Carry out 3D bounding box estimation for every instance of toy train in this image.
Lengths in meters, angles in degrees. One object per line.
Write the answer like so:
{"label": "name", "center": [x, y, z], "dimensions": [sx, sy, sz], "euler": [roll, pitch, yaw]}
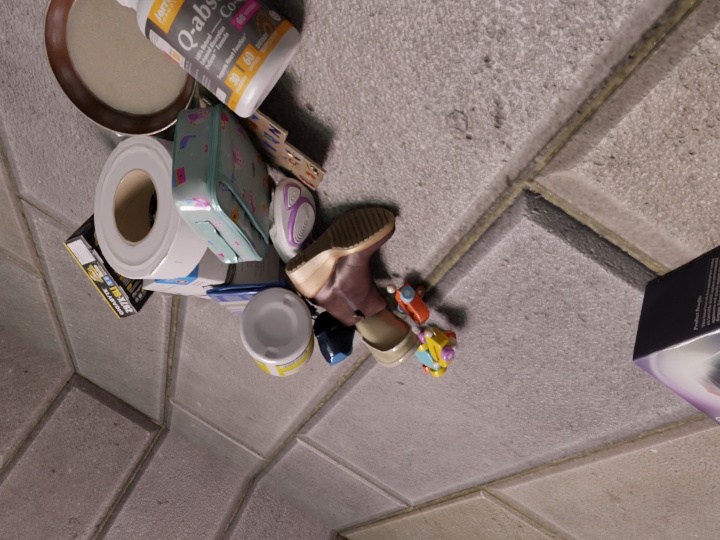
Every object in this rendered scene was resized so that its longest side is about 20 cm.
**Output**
{"label": "toy train", "center": [0.107, 0.094, 1.006], "dimensions": [0.151, 0.055, 0.202], "euler": [49, 164, 21]}

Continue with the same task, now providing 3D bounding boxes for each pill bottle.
{"label": "pill bottle", "center": [-0.131, 0.110, 0.993], "dimensions": [0.112, 0.117, 0.201], "euler": [26, 163, 5]}
{"label": "pill bottle", "center": [-0.171, -0.277, 0.664], "dimensions": [0.198, 0.118, 0.116], "euler": [38, 147, -13]}

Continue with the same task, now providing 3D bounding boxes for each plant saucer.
{"label": "plant saucer", "center": [-0.299, -0.277, 0.771], "dimensions": [0.192, 0.035, 0.207], "euler": [1, 119, 2]}

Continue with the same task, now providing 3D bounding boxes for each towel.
{"label": "towel", "center": [-0.164, 0.056, 1.054], "dimensions": [0.141, 0.025, 0.200], "euler": [-5, 162, 11]}

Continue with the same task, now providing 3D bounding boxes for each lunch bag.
{"label": "lunch bag", "center": [-0.177, -0.104, 0.808], "dimensions": [0.074, 0.166, 0.201], "euler": [-8, 157, 10]}

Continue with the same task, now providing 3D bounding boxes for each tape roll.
{"label": "tape roll", "center": [-0.305, -0.090, 0.893], "dimensions": [0.197, 0.211, 0.070], "euler": [7, -177, 31]}

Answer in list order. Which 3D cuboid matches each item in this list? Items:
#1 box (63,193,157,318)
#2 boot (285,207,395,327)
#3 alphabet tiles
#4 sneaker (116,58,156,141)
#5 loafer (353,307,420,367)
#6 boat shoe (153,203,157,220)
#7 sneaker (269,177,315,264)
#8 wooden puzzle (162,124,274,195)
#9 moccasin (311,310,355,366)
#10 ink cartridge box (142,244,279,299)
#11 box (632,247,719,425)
{"label": "box", "center": [-0.400, -0.045, 1.058], "dimensions": [0.048, 0.203, 0.162], "euler": [-14, 122, 23]}
{"label": "boot", "center": [0.000, 0.000, 0.925], "dimensions": [0.196, 0.074, 0.166], "euler": [-27, 135, 21]}
{"label": "alphabet tiles", "center": [-0.133, -0.179, 0.812], "dimensions": [0.197, 0.008, 0.167], "euler": [35, 168, -8]}
{"label": "sneaker", "center": [-0.315, -0.246, 0.869], "dimensions": [0.078, 0.077, 0.202], "euler": [17, 147, 2]}
{"label": "loafer", "center": [0.029, 0.097, 0.999], "dimensions": [0.069, 0.075, 0.199], "euler": [53, 166, -23]}
{"label": "boat shoe", "center": [-0.318, -0.076, 1.072], "dimensions": [0.070, 0.064, 0.201], "euler": [30, 163, 4]}
{"label": "sneaker", "center": [-0.114, -0.064, 0.936], "dimensions": [0.098, 0.075, 0.203], "euler": [29, 149, 27]}
{"label": "wooden puzzle", "center": [-0.247, -0.146, 0.975], "dimensions": [0.184, 0.038, 0.198], "euler": [41, 146, -16]}
{"label": "moccasin", "center": [-0.047, 0.098, 1.062], "dimensions": [0.070, 0.079, 0.200], "euler": [60, 176, -11]}
{"label": "ink cartridge box", "center": [-0.254, -0.005, 1.042], "dimensions": [0.195, 0.088, 0.144], "euler": [12, 162, -36]}
{"label": "box", "center": [0.441, 0.077, 0.646], "dimensions": [0.197, 0.125, 0.199], "euler": [33, 149, -5]}
